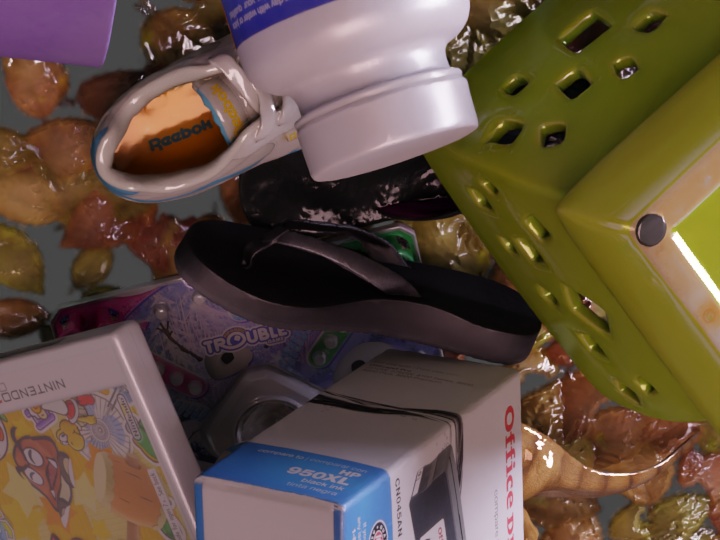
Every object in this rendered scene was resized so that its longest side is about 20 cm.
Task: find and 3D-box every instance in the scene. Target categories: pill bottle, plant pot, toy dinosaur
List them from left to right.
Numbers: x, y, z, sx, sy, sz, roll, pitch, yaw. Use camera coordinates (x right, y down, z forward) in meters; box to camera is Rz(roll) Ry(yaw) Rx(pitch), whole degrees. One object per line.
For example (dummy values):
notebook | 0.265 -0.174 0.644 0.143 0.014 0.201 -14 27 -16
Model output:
pill bottle | -0.015 -0.148 1.252 0.112 0.112 0.201 -17 86 3
toy dinosaur | 0.090 0.109 1.451 0.199 0.060 0.106 24 104 -26
plant pot | 0.176 -0.041 1.308 0.199 0.181 0.200 -41 115 -5

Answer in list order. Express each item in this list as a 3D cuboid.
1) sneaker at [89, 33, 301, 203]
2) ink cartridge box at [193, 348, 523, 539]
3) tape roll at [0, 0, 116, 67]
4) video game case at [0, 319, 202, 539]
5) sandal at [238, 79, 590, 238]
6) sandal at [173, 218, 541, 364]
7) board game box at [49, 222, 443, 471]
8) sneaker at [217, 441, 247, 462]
sneaker | -0.041 -0.090 1.334 0.200 0.081 0.077 -31 92 8
ink cartridge box | 0.005 0.139 1.331 0.084 0.200 0.145 8 110 26
tape roll | -0.147 -0.194 1.209 0.085 0.200 0.201 5 117 -10
video game case | -0.143 0.134 1.394 0.182 0.023 0.201 -14 103 41
sandal | 0.037 -0.052 1.389 0.200 0.048 0.076 -16 117 3
sandal | 0.000 0.000 1.374 0.199 0.076 0.043 10 118 -22
board game box | -0.048 0.087 1.465 0.199 0.026 0.201 -13 118 1
sneaker | -0.065 0.184 1.448 0.076 0.081 0.201 9 124 -13
